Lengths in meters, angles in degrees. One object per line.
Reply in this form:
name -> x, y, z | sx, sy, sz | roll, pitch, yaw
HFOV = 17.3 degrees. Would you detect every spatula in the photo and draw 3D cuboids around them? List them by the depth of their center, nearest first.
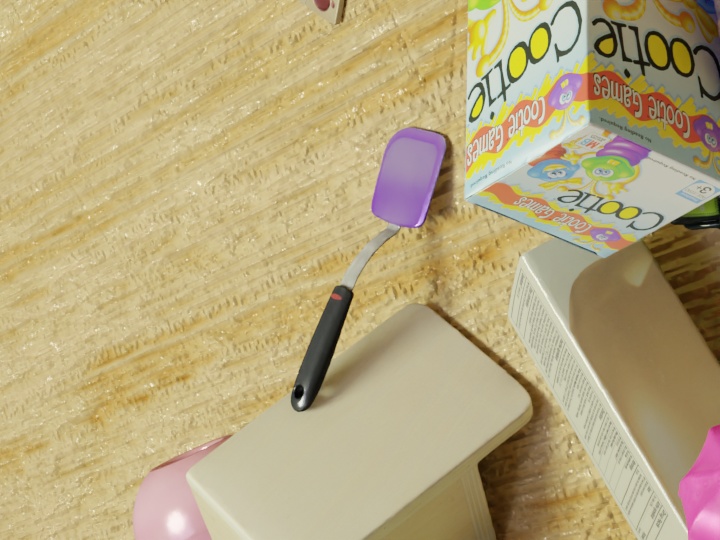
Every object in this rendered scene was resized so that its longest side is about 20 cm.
spatula -> 0.000, 0.000, 1.538 | 0.056, 0.021, 0.201 | 19, 79, 47

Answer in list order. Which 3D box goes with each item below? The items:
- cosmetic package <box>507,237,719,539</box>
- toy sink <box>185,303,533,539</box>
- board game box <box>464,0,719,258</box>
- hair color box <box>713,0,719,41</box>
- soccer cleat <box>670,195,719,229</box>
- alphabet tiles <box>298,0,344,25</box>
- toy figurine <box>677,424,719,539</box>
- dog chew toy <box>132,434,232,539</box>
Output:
cosmetic package -> 0.165, 0.076, 1.358 | 0.201, 0.071, 0.105 | 60, 168, 17
toy sink -> 0.010, 0.141, 1.549 | 0.130, 0.200, 0.112 | 39, 159, 37
board game box -> 0.127, -0.128, 1.274 | 0.103, 0.104, 0.201 | -31, 49, 46
hair color box -> 0.236, -0.175, 1.215 | 0.109, 0.065, 0.202 | -7, 94, 40
soccer cleat -> 0.217, -0.041, 1.277 | 0.199, 0.081, 0.068 | 10, 109, 49
alphabet tiles -> -0.049, -0.291, 1.592 | 0.167, 0.008, 0.201 | 38, 128, 39
toy figurine -> 0.244, 0.129, 1.215 | 0.150, 0.183, 0.202 | 0, 101, 51
dog chew toy -> -0.084, 0.224, 1.708 | 0.124, 0.124, 0.201 | -23, 91, 51
